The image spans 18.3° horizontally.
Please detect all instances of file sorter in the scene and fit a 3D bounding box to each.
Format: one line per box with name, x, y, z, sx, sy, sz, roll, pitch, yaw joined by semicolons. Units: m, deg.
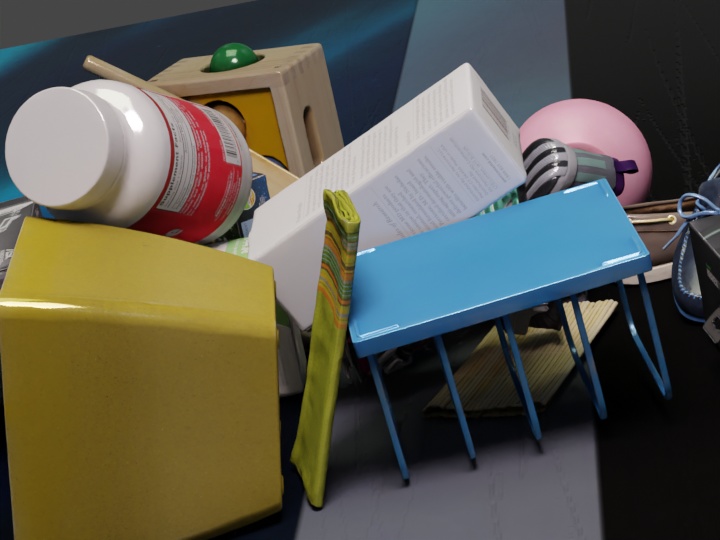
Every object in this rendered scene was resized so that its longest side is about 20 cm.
file sorter;0.099;0.042;1.524;0.200;0.123;0.139;-17;25;1

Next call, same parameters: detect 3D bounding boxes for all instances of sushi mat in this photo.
sushi mat;0.121;0.064;1.659;0.096;0.012;0.200;-3;19;24

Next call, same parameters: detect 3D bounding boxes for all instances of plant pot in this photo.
plant pot;-0.142;0.081;1.514;0.176;0.200;0.200;-2;17;-2

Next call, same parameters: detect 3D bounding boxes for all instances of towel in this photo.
towel;-0.025;0.050;1.499;0.018;0.200;0.086;5;15;-8

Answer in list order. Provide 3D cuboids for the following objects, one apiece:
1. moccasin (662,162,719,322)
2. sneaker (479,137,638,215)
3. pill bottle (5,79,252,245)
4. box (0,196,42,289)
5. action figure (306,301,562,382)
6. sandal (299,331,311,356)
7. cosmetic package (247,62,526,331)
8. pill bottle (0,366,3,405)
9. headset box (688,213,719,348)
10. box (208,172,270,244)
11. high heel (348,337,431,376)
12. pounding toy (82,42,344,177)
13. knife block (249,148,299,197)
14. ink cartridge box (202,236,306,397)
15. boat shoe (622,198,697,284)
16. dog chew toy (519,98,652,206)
moccasin;0.278;-0.047;1.711;0.080;0.068;0.200;8;46;16
sneaker;0.146;-0.038;1.803;0.087;0.075;0.200;5;-24;-22
pill bottle;-0.170;-0.079;1.639;0.112;0.112;0.200;-4;-6;24
box;-0.318;0.009;1.695;0.158;0.050;0.200;-15;18;0
action figure;0.048;0.015;1.669;0.200;0.130;0.069;-10;-24;6
sandal;0.000;0.000;1.809;0.082;0.055;0.200;45;47;16
cosmetic package;0.018;-0.053;1.611;0.200;0.071;0.101;-34;19;15
pill bottle;-0.320;0.063;1.797;0.200;0.109;0.109;-27;23;-38
headset box;0.335;0.010;1.546;0.200;0.093;0.174;-14;18;-3
box;-0.135;-0.021;1.890;0.038;0.137;0.200;-23;20;-31
high heel;0.085;0.029;1.732;0.200;0.067;0.096;-15;47;2
pounding toy;-0.134;-0.136;2.136;0.184;0.200;0.142;-4;20;25
knife block;-0.087;-0.063;1.936;0.064;0.175;0.200;-59;26;-1
ink cartridge box;-0.150;0.050;1.710;0.200;0.117;0.067;-11;17;3
boat shoe;0.290;-0.043;1.796;0.200;0.060;0.072;-15;17;-8
dog chew toy;0.189;-0.092;1.930;0.124;0.125;0.200;-9;10;9
